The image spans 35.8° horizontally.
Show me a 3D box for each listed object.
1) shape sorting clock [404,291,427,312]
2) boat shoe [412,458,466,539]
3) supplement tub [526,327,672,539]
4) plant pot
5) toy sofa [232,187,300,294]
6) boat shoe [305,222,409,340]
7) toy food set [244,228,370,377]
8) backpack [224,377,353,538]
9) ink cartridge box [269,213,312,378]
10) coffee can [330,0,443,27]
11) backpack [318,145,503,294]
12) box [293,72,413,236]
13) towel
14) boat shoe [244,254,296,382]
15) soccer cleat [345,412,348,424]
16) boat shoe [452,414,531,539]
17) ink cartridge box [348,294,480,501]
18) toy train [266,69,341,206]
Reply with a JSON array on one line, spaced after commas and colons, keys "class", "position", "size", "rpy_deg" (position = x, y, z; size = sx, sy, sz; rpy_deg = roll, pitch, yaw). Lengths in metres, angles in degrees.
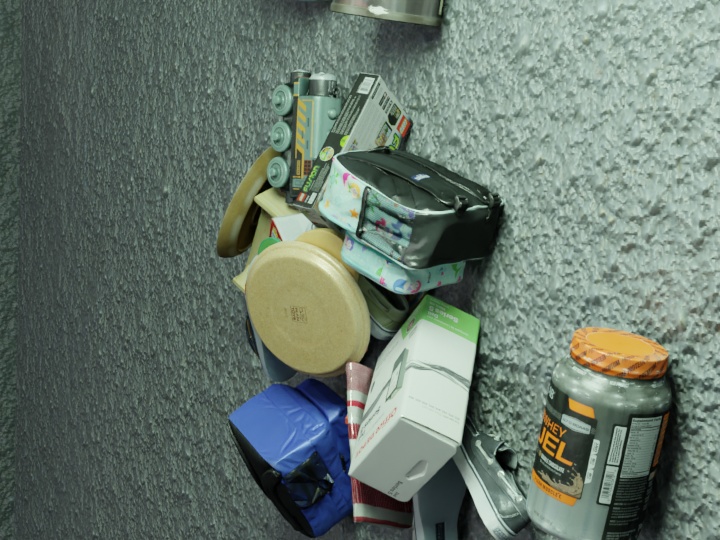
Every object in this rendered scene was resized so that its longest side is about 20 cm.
[{"class": "shape sorting clock", "position": [0.034, -0.037, 1.517], "size": [0.199, 0.039, 0.202], "rpy_deg": [15, 110, 48]}, {"class": "boat shoe", "position": [0.091, 0.305, 1.435], "size": [0.086, 0.074, 0.204], "rpy_deg": [-160, 66, -67]}, {"class": "supplement tub", "position": [0.243, 0.168, 1.127], "size": [0.122, 0.121, 0.202], "rpy_deg": [29, 115, 54]}, {"class": "plant pot", "position": [-0.164, -0.104, 1.760], "size": [0.027, 0.200, 0.201], "rpy_deg": [29, 124, 8]}, {"class": "toy sofa", "position": [-0.125, -0.041, 1.753], "size": [0.083, 0.097, 0.201], "rpy_deg": [40, 135, 20]}, {"class": "boat shoe", "position": [0.000, 0.000, 1.496], "size": [0.201, 0.072, 0.062], "rpy_deg": [52, 130, 18]}, {"class": "toy food set", "position": [-0.070, 0.047, 1.461], "size": [0.196, 0.049, 0.202], "rpy_deg": [-11, 106, 36]}, {"class": "backpack", "position": [-0.070, 0.275, 1.603], "size": [0.162, 0.167, 0.201], "rpy_deg": [44, 159, 51]}, {"class": "ink cartridge box", "position": [-0.068, 0.046, 1.627], "size": [0.177, 0.083, 0.201], "rpy_deg": [101, 150, -47]}, {"class": "coffee can", "position": [0.045, -0.421, 1.413], "size": [0.146, 0.145, 0.202], "rpy_deg": [27, 113, 55]}, {"class": "backpack", "position": [0.051, -0.069, 1.357], "size": [0.199, 0.177, 0.152], "rpy_deg": [35, 118, 30]}, {"class": "box", "position": [-0.006, -0.142, 1.454], "size": [0.034, 0.110, 0.201], "rpy_deg": [16, 72, 35]}, {"class": "towel", "position": [0.026, 0.230, 1.448], "size": [0.023, 0.144, 0.202], "rpy_deg": [-13, 68, 27]}, {"class": "boat shoe", "position": [-0.138, 0.056, 1.594], "size": [0.091, 0.070, 0.202], "rpy_deg": [-139, 40, -56]}, {"class": "soccer cleat", "position": [0.027, 0.260, 1.541], "size": [0.069, 0.077, 0.202], "rpy_deg": [5, 115, 30]}, {"class": "boat shoe", "position": [0.155, 0.229, 1.329], "size": [0.068, 0.072, 0.201], "rpy_deg": [-39, 35, 12]}, {"class": "ink cartridge box", "position": [0.068, 0.155, 1.359], "size": [0.146, 0.083, 0.201], "rpy_deg": [-55, 13, 43]}, {"class": "toy train", "position": [-0.074, -0.194, 1.636], "size": [0.113, 0.085, 0.203], "rpy_deg": [8, 96, 45]}]
